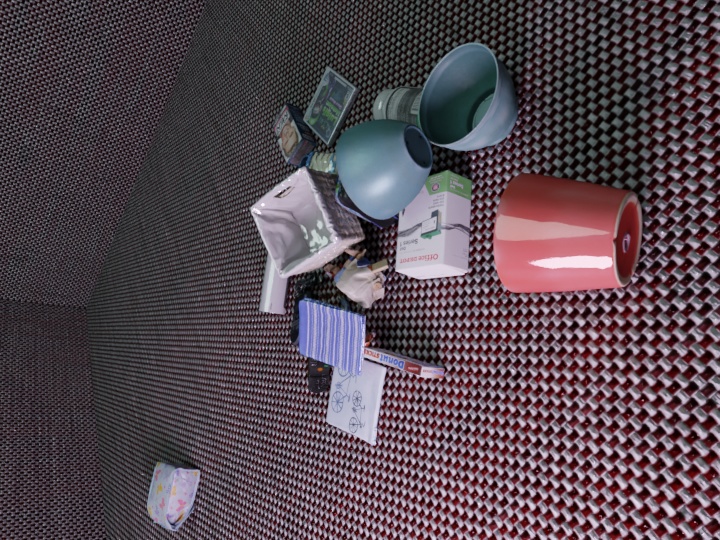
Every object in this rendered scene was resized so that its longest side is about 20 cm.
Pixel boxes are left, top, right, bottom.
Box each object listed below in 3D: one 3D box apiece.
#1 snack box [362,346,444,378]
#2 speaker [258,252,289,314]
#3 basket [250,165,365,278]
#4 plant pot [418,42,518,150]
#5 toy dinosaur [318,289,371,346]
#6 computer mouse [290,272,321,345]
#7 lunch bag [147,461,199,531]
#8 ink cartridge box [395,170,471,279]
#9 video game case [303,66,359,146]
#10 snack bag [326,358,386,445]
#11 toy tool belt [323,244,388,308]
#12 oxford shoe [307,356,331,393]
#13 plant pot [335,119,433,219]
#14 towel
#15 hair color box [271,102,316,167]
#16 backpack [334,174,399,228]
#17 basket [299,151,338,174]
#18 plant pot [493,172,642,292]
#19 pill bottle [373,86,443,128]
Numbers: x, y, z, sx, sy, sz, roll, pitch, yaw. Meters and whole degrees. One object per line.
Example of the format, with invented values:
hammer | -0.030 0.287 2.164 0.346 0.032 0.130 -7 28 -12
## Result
snack box | 0.087 0.198 1.163 0.199 0.071 0.025 8 85 51
speaker | -0.254 0.029 1.619 0.081 0.081 0.203 0 80 50
basket | -0.122 -0.113 1.293 0.197 0.160 0.202 -30 79 29
plant pot | 0.232 -0.328 1.075 0.199 0.133 0.203 -17 67 47
toy dinosaur | -0.034 0.130 1.357 0.200 0.104 0.183 106 148 -64
computer mouse | -0.149 0.114 1.493 0.138 0.052 0.203 -26 52 56
lunch bag | -0.663 0.794 1.887 0.168 0.126 0.203 -11 62 46
ink cartridge box | 0.156 -0.092 1.144 0.145 0.084 0.203 -10 72 50
video game case | -0.093 -0.495 1.604 0.183 0.023 0.200 -60 42 21
snack bag | -0.010 0.299 1.296 0.199 0.021 0.191 6 86 52
toy tool belt | 0.000 0.000 1.301 0.123 0.124 0.200 -51 26 2
oxford shoe | -0.103 0.215 1.367 0.085 0.072 0.202 -107 30 -51
plant pot | 0.066 -0.220 1.074 0.134 0.199 0.203 -21 65 41
towel | -0.072 0.152 1.250 0.198 0.024 0.147 12 105 38
hair color box | -0.215 -0.436 1.709 0.100 0.060 0.201 -50 47 30
backpack | 0.036 -0.220 1.251 0.146 0.182 0.203 -8 64 52
basket | -0.106 -0.232 1.453 0.198 0.138 0.179 4 83 38
plant pot | 0.335 -0.054 0.850 0.176 0.199 0.203 8 87 41
pill bottle | 0.123 -0.364 1.234 0.199 0.112 0.114 30 103 50
